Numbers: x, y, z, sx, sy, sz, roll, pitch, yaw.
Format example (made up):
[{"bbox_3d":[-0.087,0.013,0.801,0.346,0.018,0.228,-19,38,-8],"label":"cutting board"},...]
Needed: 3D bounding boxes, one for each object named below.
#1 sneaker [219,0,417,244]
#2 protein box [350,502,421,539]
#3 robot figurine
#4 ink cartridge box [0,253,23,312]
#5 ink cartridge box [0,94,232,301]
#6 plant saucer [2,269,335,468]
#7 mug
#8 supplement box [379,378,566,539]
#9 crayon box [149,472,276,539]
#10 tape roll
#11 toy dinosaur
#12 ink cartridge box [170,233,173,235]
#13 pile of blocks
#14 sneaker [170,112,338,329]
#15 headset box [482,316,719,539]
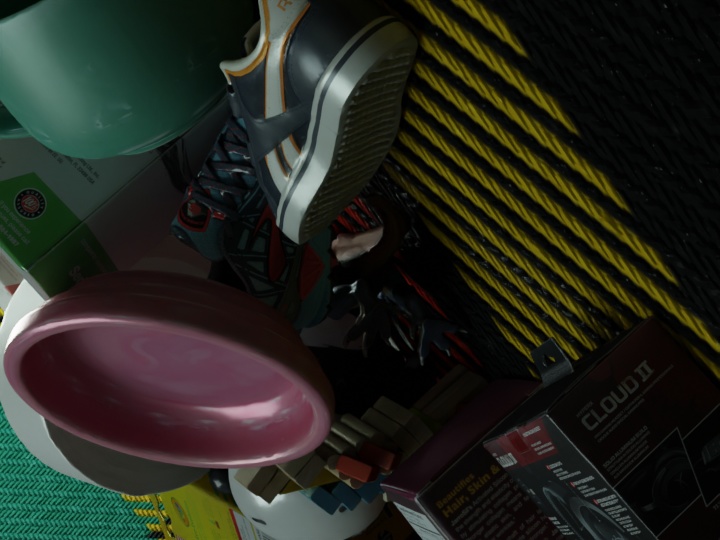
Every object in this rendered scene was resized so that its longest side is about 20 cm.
[{"bbox_3d":[-0.026,-0.088,0.799,0.079,0.078,0.200,42,155,10],"label":"sneaker"},{"bbox_3d":[-0.003,0.208,1.298,0.200,0.135,0.199,47,148,13],"label":"protein box"},{"bbox_3d":[-0.029,0.111,1.142,0.125,0.200,0.150,22,130,-11],"label":"robot figurine"},{"bbox_3d":[-0.205,-0.018,1.292,0.116,0.200,0.068,42,155,33],"label":"ink cartridge box"},{"bbox_3d":[-0.163,-0.091,0.973,0.146,0.200,0.084,43,168,26],"label":"ink cartridge box"},{"bbox_3d":[-0.112,0.058,0.930,0.200,0.051,0.201,7,151,4],"label":"plant saucer"},{"bbox_3d":[-0.148,-0.135,0.870,0.185,0.152,0.114,-3,133,42],"label":"mug"},{"bbox_3d":[0.121,0.179,0.978,0.200,0.110,0.086,52,166,-8],"label":"supplement box"},{"bbox_3d":[-0.092,0.214,1.244,0.200,0.051,0.127,20,134,42],"label":"crayon box"},{"bbox_3d":[-0.174,0.069,1.184,0.071,0.202,0.203,4,135,52],"label":"tape roll"},{"bbox_3d":[0.000,0.000,1.044,0.182,0.105,0.200,-131,43,-52],"label":"toy dinosaur"},{"bbox_3d":[-0.175,-0.129,1.175,0.165,0.075,0.200,46,167,19],"label":"ink cartridge box"},{"bbox_3d":[0.019,0.129,1.029,0.062,0.200,0.082,24,126,61],"label":"pile of blocks"},{"bbox_3d":[-0.065,-0.041,0.917,0.079,0.095,0.200,42,140,50],"label":"sneaker"},{"bbox_3d":[0.153,0.117,0.777,0.200,0.077,0.149,49,166,5],"label":"headset box"}]
